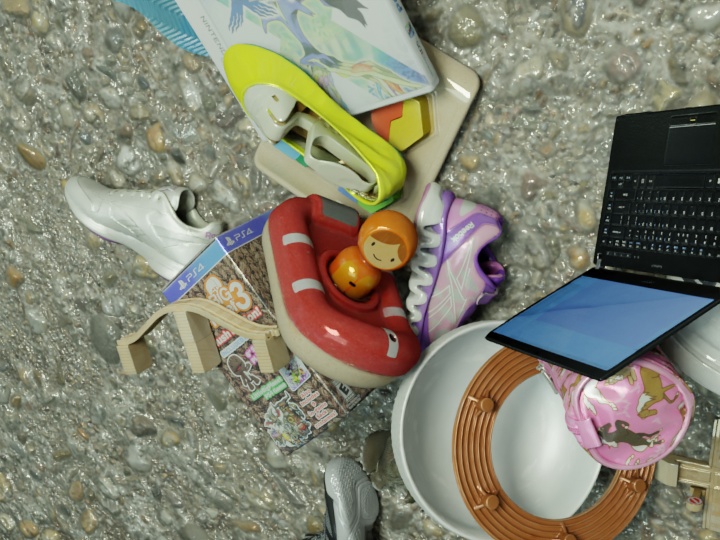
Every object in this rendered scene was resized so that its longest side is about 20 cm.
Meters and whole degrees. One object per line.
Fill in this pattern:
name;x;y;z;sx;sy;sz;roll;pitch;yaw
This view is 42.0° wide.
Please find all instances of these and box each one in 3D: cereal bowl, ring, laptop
cereal bowl;0.119;0.145;0.861;0.201;0.199;0.083;61;165;-4
ring;0.176;0.154;0.825;0.201;0.200;0.019;62;165;-5
laptop;0.188;-0.029;0.695;0.177;0.103;0.201;-163;81;-70

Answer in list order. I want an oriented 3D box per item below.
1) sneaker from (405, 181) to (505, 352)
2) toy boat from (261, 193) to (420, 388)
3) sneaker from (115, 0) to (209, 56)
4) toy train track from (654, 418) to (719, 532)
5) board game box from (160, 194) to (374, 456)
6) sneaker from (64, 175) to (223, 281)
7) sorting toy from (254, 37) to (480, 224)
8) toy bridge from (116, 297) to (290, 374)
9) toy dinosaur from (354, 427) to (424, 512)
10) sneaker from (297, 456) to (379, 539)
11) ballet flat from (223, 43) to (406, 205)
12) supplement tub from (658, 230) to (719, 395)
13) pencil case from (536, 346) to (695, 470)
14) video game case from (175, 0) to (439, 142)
sneaker;0.089;0.019;0.879;0.088;0.081;0.201;9;118;6
toy boat;0.000;0.000;0.820;0.131;0.130;0.201;-45;44;32
sneaker;-0.193;-0.281;0.920;0.199;0.081;0.077;29;121;-6
toy train track;0.358;0.197;0.816;0.199;0.033;0.115;8;113;26
board game box;-0.064;0.048;0.921;0.097;0.159;0.200;-38;88;34
sneaker;-0.235;-0.065;1.039;0.199;0.075;0.100;30;107;11
sorting toy;-0.005;-0.138;0.889;0.185;0.036;0.201;35;122;14
toy bridge;-0.150;0.060;0.860;0.199;0.027;0.068;-6;106;35
toy dinosaur;0.069;0.175;0.943;0.200;0.077;0.103;-41;53;21
sneaker;-0.036;0.300;1.051;0.113;0.075;0.201;-4;111;28
ballet flat;-0.047;-0.126;0.831;0.200;0.067;0.067;36;138;-6
supplement tub;0.317;-0.012;0.692;0.140;0.140;0.201;30;121;16
pencil case;0.189;0.082;0.719;0.083;0.200;0.087;30;99;-1
video game case;-0.055;-0.212;0.819;0.199;0.022;0.183;-11;124;35
